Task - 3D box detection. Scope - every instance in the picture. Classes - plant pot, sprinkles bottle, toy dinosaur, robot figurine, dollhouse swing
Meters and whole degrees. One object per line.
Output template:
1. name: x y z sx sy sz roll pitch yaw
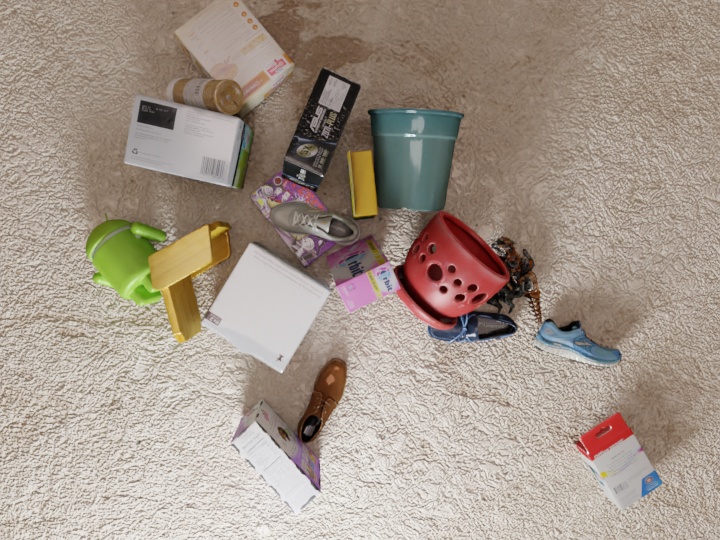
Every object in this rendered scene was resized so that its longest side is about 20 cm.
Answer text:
1. plant pot: 0.179 0.006 1.157 0.200 0.201 0.183 40 114 -5
2. plant pot: 0.109 -0.228 1.158 0.199 0.200 0.198 2 102 -3
3. sprinkles bottle: -0.316 -0.352 1.119 0.068 0.199 0.069 -18 117 -41
4. toy dinosaur: 0.347 0.026 1.230 0.135 0.102 0.200 -33 72 -18
5. robot figurine: -0.485 -0.022 1.155 0.200 0.116 0.176 46 110 6
6. dollhouse swing: -0.317 0.021 1.131 0.181 0.200 0.177 -29 94 -2

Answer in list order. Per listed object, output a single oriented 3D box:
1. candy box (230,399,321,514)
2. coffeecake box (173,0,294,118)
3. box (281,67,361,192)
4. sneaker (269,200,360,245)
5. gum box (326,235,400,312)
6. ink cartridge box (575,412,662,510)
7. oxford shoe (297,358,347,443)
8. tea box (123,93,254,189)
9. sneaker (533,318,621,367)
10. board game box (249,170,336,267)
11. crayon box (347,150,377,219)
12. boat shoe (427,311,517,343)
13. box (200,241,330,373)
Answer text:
1. candy box: -0.174 0.387 1.176 0.071 0.168 0.200 -42 94 -2
2. coffeecake box: -0.262 -0.452 1.164 0.153 0.073 0.200 -42 94 -10
3. box: -0.085 -0.281 1.135 0.086 0.164 0.201 22 85 -8
4. sneaker: -0.094 -0.104 1.166 0.198 0.092 0.076 11 91 -4
5. gum box: 0.000 0.000 1.155 0.113 0.200 0.066 -26 112 0
6. ink cartridge box: 0.582 0.426 1.273 0.116 0.067 0.201 -32 94 -2
7. oxford shoe: -0.081 0.293 1.227 0.071 0.071 0.201 23 90 -3
8. tea box: -0.335 -0.252 1.117 0.199 0.197 0.135 13 96 -3
9. sneaker: 0.498 0.161 1.250 0.199 0.078 0.091 16 89 -4
10. board game box: -0.137 -0.120 1.223 0.120 0.032 0.200 -39 94 -5
11. crayon box: 0.003 -0.172 1.140 0.050 0.200 0.128 -5 94 0
12. boat shoe: 0.251 0.119 1.236 0.198 0.069 0.085 -8 93 -3
13. box: -0.194 0.073 1.177 0.198 0.131 0.201 32 91 -5
